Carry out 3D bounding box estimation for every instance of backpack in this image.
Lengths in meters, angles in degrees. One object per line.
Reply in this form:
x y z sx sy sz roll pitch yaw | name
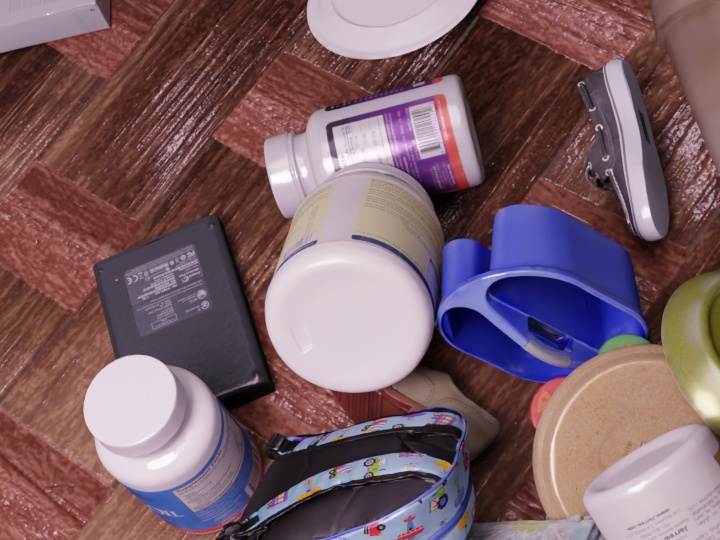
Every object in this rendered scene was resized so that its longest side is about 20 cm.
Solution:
0.009 0.201 1.173 0.200 0.135 0.183 -21 18 22 | backpack

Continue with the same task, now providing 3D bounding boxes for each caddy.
0.156 0.033 1.241 0.141 0.200 0.105 -34 43 38 | caddy

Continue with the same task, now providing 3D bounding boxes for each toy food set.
0.237 0.154 1.198 0.198 0.049 0.200 6 86 3 | toy food set

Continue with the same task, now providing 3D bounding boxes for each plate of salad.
0.040 -0.293 1.531 0.200 0.048 0.200 -12 51 15 | plate of salad

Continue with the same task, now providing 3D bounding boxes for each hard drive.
-0.176 0.055 1.413 0.139 0.033 0.200 -22 59 3 | hard drive

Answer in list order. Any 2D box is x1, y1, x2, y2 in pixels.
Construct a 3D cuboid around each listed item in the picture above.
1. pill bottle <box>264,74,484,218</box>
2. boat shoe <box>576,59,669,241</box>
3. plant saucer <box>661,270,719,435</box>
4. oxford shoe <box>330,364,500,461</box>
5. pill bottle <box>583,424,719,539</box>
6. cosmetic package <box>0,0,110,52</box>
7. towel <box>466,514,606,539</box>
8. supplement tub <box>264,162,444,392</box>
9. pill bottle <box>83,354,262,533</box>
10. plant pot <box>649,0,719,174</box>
0.013 -0.114 1.404 0.200 0.111 0.112 -13 60 9 | pill bottle
0.242 -0.110 1.367 0.066 0.070 0.200 -21 60 25 | boat shoe
0.347 0.072 1.195 0.200 0.031 0.200 11 49 -13 | plant saucer
0.040 0.114 1.314 0.075 0.071 0.200 -26 49 -34 | oxford shoe
0.270 0.229 1.109 0.114 0.114 0.200 -32 89 -3 | pill bottle
-0.369 -0.358 1.679 0.151 0.052 0.200 -9 61 9 | cosmetic package
0.097 0.275 1.138 0.171 0.048 0.200 -15 27 45 | towel
0.000 0.000 1.285 0.145 0.145 0.200 -7 27 12 | supplement tub
-0.166 0.150 1.261 0.112 0.200 0.112 -7 60 13 | pill bottle
0.374 -0.179 1.309 0.200 0.200 0.174 -8 78 12 | plant pot
